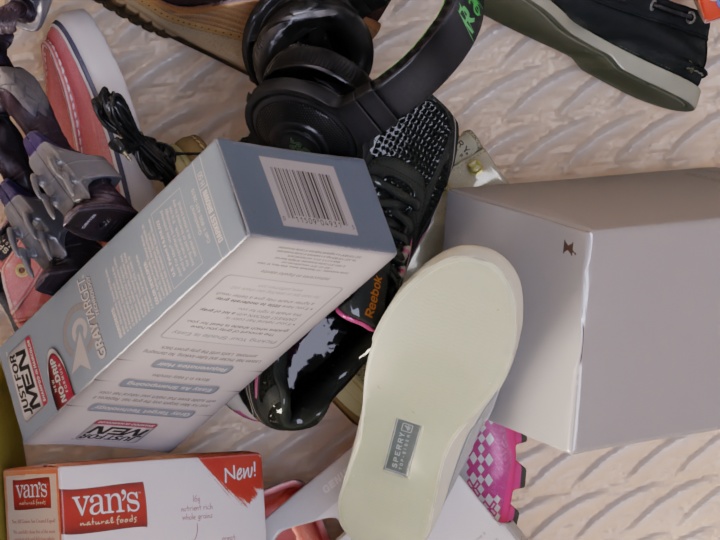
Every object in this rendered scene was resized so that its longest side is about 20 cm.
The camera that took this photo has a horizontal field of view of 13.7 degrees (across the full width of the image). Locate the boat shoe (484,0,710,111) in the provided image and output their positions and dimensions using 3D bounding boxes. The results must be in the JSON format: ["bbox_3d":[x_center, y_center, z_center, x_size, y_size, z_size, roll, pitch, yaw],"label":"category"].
[{"bbox_3d":[0.115,-0.156,1.631,0.199,0.074,0.066,27,82,-23],"label":"boat shoe"}]

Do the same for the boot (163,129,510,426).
[{"bbox_3d":[-0.002,-0.031,1.636,0.155,0.072,0.200,-40,113,-1],"label":"boot"}]

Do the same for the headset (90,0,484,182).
[{"bbox_3d":[-0.034,-0.105,1.527,0.200,0.124,0.094,-31,122,17],"label":"headset"}]

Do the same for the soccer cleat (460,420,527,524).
[{"bbox_3d":[0.043,0.136,1.683,0.086,0.070,0.200,0,102,-13],"label":"soccer cleat"}]

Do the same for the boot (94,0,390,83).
[{"bbox_3d":[-0.064,-0.197,1.594,0.200,0.072,0.167,27,88,-20],"label":"boot"}]

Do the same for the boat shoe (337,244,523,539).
[{"bbox_3d":[0.037,0.056,1.550,0.070,0.072,0.201,22,127,3],"label":"boat shoe"}]

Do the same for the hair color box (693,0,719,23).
[{"bbox_3d":[0.176,-0.244,1.604,0.064,0.111,0.200,-20,106,7],"label":"hair color box"}]

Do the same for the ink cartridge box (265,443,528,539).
[{"bbox_3d":[0.007,0.202,1.645,0.200,0.045,0.176,-40,81,6],"label":"ink cartridge box"}]

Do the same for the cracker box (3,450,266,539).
[{"bbox_3d":[-0.113,0.198,1.575,0.134,0.058,0.200,-2,86,-40],"label":"cracker box"}]

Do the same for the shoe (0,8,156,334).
[{"bbox_3d":[-0.159,-0.033,1.598,0.091,0.071,0.200,-18,110,-14],"label":"shoe"}]

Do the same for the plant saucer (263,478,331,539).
[{"bbox_3d":[-0.090,0.234,1.684,0.200,0.037,0.200,-23,106,-2],"label":"plant saucer"}]

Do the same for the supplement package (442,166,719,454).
[{"bbox_3d":[0.153,0.017,1.619,0.200,0.120,0.122,-5,106,-38],"label":"supplement package"}]

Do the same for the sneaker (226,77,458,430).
[{"bbox_3d":[0.000,0.000,1.562,0.080,0.086,0.200,21,97,-24],"label":"sneaker"}]

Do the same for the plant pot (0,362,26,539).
[{"bbox_3d":[-0.272,0.172,1.543,0.200,0.176,0.200,-7,104,1],"label":"plant pot"}]

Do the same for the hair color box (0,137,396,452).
[{"bbox_3d":[-0.085,0.016,1.509,0.099,0.061,0.200,7,143,-42],"label":"hair color box"}]

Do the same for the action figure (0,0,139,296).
[{"bbox_3d":[-0.186,-0.087,1.540,0.069,0.200,0.130,-9,147,-48],"label":"action figure"}]
